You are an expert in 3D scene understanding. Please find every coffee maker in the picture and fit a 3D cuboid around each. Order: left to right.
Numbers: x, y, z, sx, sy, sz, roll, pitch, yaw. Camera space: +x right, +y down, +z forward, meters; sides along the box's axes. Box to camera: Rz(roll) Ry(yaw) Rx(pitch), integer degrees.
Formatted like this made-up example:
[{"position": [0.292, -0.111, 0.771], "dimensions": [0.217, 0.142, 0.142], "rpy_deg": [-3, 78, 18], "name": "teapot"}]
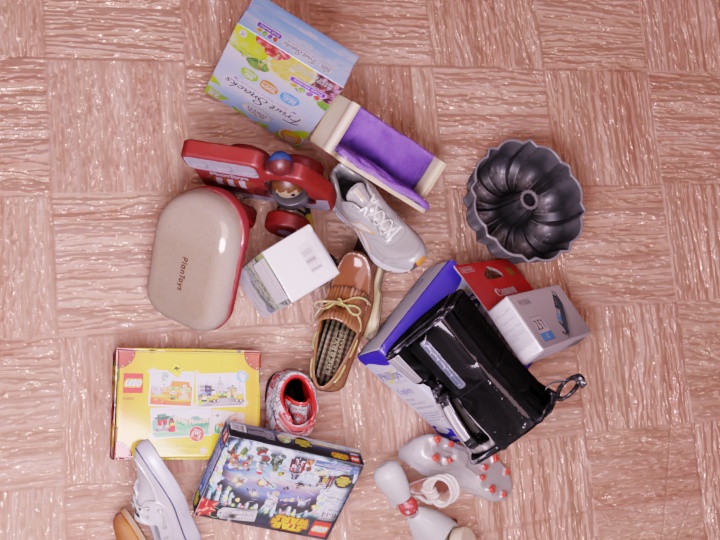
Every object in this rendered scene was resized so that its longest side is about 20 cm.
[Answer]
[{"position": [0.163, 0.127, 1.404], "dimensions": [0.192, 0.135, 0.200], "rpy_deg": [-40, 94, 3], "name": "coffee maker"}]

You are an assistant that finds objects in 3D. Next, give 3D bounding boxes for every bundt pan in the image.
[{"position": [0.247, -0.099, 1.617], "dimensions": [0.201, 0.076, 0.203], "rpy_deg": [6, 72, -19], "name": "bundt pan"}]

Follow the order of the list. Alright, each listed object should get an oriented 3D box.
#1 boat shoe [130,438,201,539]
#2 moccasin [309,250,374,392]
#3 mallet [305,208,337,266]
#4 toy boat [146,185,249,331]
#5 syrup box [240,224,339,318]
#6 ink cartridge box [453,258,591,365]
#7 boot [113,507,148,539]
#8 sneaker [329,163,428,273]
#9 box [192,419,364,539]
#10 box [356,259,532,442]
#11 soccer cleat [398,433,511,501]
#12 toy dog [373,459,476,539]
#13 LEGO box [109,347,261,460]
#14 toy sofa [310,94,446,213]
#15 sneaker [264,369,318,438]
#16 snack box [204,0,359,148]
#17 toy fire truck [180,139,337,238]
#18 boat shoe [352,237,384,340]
[{"position": [-0.265, 0.307, 1.353], "dimensions": [0.067, 0.074, 0.201], "rpy_deg": [-30, 129, -17], "name": "boat shoe"}, {"position": [-0.030, 0.070, 1.454], "dimensions": [0.073, 0.078, 0.202], "rpy_deg": [20, 84, 9], "name": "moccasin"}, {"position": [-0.080, -0.071, 1.544], "dimensions": [0.041, 0.066, 0.201], "rpy_deg": [-10, 69, -20], "name": "mallet"}, {"position": [-0.210, -0.024, 1.442], "dimensions": [0.130, 0.131, 0.201], "rpy_deg": [23, 117, 16], "name": "toy boat"}, {"position": [-0.105, 0.005, 1.431], "dimensions": [0.081, 0.200, 0.079], "rpy_deg": [-32, 92, -18], "name": "syrup box"}, {"position": [0.244, 0.044, 1.532], "dimensions": [0.177, 0.045, 0.200], "rpy_deg": [56, 29, 15], "name": "ink cartridge box"}, {"position": [-0.335, 0.429, 1.359], "dimensions": [0.154, 0.074, 0.201], "rpy_deg": [-19, 84, -15], "name": "boot"}, {"position": [0.016, -0.076, 1.476], "dimensions": [0.076, 0.092, 0.200], "rpy_deg": [-41, 58, -10], "name": "sneaker"}, {"position": [-0.112, 0.287, 1.404], "dimensions": [0.199, 0.040, 0.137], "rpy_deg": [16, 113, -21], "name": "box"}, {"position": [0.134, 0.121, 1.537], "dimensions": [0.200, 0.105, 0.184], "rpy_deg": [42, 71, -7], "name": "box"}, {"position": [0.144, 0.292, 1.537], "dimensions": [0.200, 0.077, 0.070], "rpy_deg": [30, 58, -31], "name": "soccer cleat"}, {"position": [0.098, 0.344, 1.491], "dimensions": [0.131, 0.096, 0.201], "rpy_deg": [-5, 116, 19], "name": "toy dog"}, {"position": [-0.240, 0.185, 1.423], "dimensions": [0.199, 0.077, 0.150], "rpy_deg": [3, 80, -17], "name": "LEGO box"}, {"position": [0.034, -0.169, 1.511], "dimensions": [0.200, 0.098, 0.083], "rpy_deg": [28, 97, -37], "name": "toy sofa"}, {"position": [-0.100, 0.238, 1.442], "dimensions": [0.067, 0.108, 0.202], "rpy_deg": [3, 80, -17], "name": "sneaker"}, {"position": [-0.116, -0.278, 1.472], "dimensions": [0.168, 0.200, 0.068], "rpy_deg": [30, 65, -10], "name": "snack box"}, {"position": [-0.138, -0.127, 1.445], "dimensions": [0.199, 0.168, 0.113], "rpy_deg": [11, 77, 10], "name": "toy fire truck"}, {"position": [0.000, 0.000, 1.532], "dimensions": [0.067, 0.072, 0.201], "rpy_deg": [8, 75, -8], "name": "boat shoe"}]
